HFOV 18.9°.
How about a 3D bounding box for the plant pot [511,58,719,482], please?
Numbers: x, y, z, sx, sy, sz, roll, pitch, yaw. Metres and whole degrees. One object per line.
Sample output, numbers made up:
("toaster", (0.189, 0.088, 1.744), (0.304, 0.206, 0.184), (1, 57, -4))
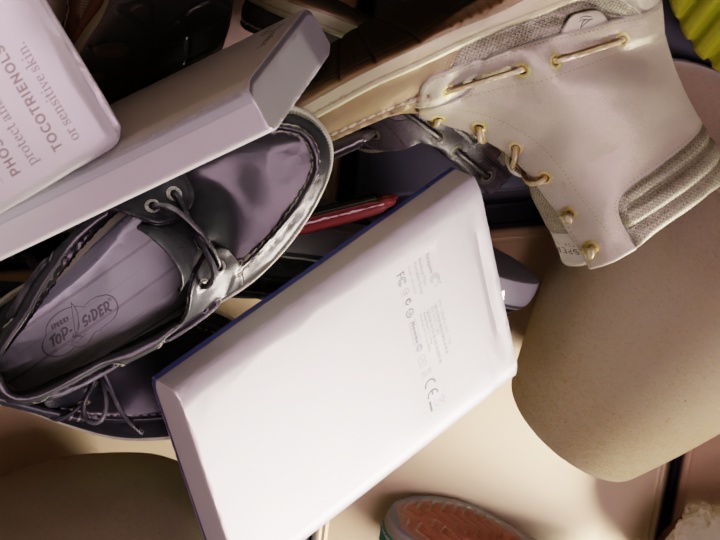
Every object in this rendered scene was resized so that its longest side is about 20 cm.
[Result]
("plant pot", (0.176, 0.017, 1.211), (0.187, 0.188, 0.200), (19, 122, -32))

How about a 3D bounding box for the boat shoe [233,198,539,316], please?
("boat shoe", (0.000, 0.000, 1.173), (0.199, 0.069, 0.057), (13, 109, -22))

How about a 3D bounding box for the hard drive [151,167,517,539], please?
("hard drive", (-0.007, 0.053, 1.095), (0.200, 0.025, 0.132), (-35, 130, -27))

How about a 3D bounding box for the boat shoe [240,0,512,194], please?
("boat shoe", (0.016, -0.091, 1.126), (0.200, 0.072, 0.066), (21, 102, -37))

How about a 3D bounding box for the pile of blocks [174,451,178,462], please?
("pile of blocks", (-0.092, 0.067, 1.144), (0.199, 0.082, 0.062), (16, 67, -31))

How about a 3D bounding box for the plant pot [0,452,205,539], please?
("plant pot", (-0.131, 0.175, 1.151), (0.134, 0.200, 0.201), (-44, 134, -39))

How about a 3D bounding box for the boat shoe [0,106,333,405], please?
("boat shoe", (-0.095, -0.004, 0.991), (0.199, 0.066, 0.075), (-31, 100, 1))

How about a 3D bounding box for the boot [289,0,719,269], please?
("boot", (0.069, -0.064, 1.055), (0.199, 0.072, 0.155), (-25, 114, 2))

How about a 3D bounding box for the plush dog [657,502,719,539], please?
("plush dog", (0.304, 0.199, 1.389), (0.200, 0.161, 0.172), (-38, 152, 1))

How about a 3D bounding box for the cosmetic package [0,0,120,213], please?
("cosmetic package", (-0.243, -0.098, 0.939), (0.200, 0.167, 0.167), (-32, 122, -5))

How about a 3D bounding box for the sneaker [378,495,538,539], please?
("sneaker", (0.086, 0.203, 1.319), (0.200, 0.071, 0.080), (24, 114, -25))

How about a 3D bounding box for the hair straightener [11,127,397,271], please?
("hair straightener", (-0.086, -0.042, 1.094), (0.199, 0.041, 0.077), (-15, 97, 5))

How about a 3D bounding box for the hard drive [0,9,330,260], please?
("hard drive", (-0.116, -0.053, 0.993), (0.199, 0.132, 0.027), (-24, 105, 19))

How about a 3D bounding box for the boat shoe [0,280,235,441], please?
("boat shoe", (-0.139, 0.042, 1.060), (0.199, 0.062, 0.075), (10, 86, -11))

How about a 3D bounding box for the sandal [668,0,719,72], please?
("sandal", (0.241, -0.136, 1.205), (0.079, 0.087, 0.200), (-34, 111, 29))

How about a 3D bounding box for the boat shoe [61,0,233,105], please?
("boat shoe", (-0.099, -0.149, 1.039), (0.075, 0.074, 0.200), (2, 137, -35))
